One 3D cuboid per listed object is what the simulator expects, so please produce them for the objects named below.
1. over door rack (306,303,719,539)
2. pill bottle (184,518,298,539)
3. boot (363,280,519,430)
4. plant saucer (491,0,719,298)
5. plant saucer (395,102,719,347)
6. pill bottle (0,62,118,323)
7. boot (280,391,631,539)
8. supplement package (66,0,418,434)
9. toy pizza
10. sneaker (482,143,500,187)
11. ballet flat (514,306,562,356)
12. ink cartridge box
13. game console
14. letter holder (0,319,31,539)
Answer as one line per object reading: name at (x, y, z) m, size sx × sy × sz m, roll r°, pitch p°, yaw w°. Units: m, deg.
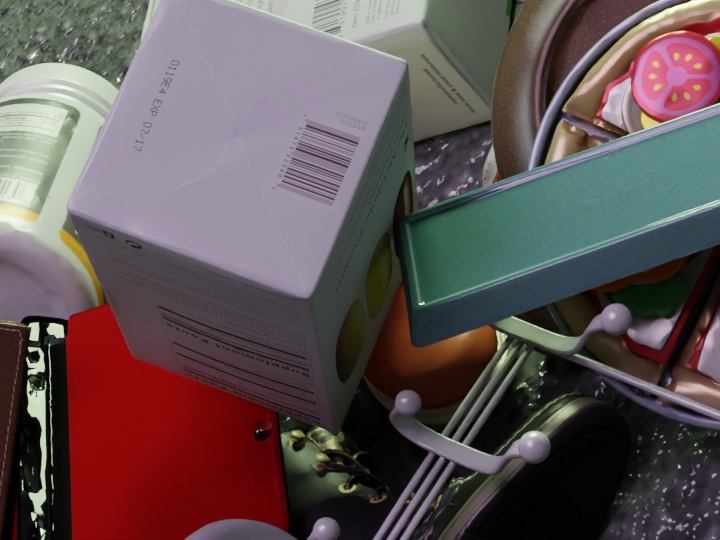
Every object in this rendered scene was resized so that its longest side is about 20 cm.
over door rack at (0.096, 0.096, 1.006) m, size 0.199 × 0.067 × 0.148 m, roll 27°, pitch 68°, yaw 20°
pill bottle at (-0.096, 0.201, 1.065) m, size 0.200 × 0.114 × 0.115 m, roll -38°, pitch 39°, yaw 33°
boot at (0.000, 0.000, 1.208) m, size 0.075 × 0.107 × 0.200 m, roll -43°, pitch 43°, yaw 0°
plant saucer at (0.155, -0.075, 1.105) m, size 0.199 × 0.032 × 0.202 m, roll -2°, pitch 82°, yaw 11°
plant saucer at (0.108, -0.028, 1.037) m, size 0.199 × 0.019 × 0.070 m, roll -20°, pitch 46°, yaw 13°
pill bottle at (-0.184, -0.027, 1.350) m, size 0.116 × 0.117 × 0.200 m, roll -28°, pitch 25°, yaw 21°
boot at (0.019, 0.113, 1.131) m, size 0.200 × 0.073 × 0.151 m, roll -52°, pitch 40°, yaw 3°
supplement package at (-0.044, -0.021, 1.072) m, size 0.109 × 0.200 × 0.114 m, roll 20°, pitch 73°, yaw 10°
toy pizza at (0.168, -0.031, 1.063) m, size 0.199 × 0.032 × 0.202 m, roll -2°, pitch 82°, yaw 12°
sneaker at (0.123, -0.104, 1.217) m, size 0.082 × 0.078 × 0.200 m, roll 13°, pitch 60°, yaw 53°
ballet flat at (0.141, -0.043, 1.149) m, size 0.200 × 0.065 × 0.071 m, roll -47°, pitch 39°, yaw 0°
ink cartridge box at (-0.020, -0.138, 1.347) m, size 0.199 × 0.088 × 0.146 m, roll -15°, pitch 50°, yaw 30°
game console at (-0.115, 0.117, 1.206) m, size 0.201 × 0.118 × 0.173 m, roll -99°, pitch 20°, yaw -48°
letter holder at (-0.249, 0.121, 1.192) m, size 0.101 × 0.141 × 0.201 m, roll 151°, pitch 126°, yaw -72°
